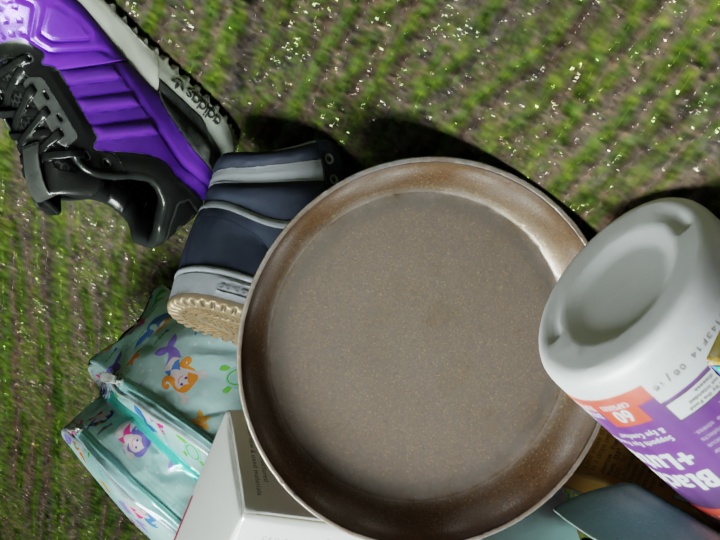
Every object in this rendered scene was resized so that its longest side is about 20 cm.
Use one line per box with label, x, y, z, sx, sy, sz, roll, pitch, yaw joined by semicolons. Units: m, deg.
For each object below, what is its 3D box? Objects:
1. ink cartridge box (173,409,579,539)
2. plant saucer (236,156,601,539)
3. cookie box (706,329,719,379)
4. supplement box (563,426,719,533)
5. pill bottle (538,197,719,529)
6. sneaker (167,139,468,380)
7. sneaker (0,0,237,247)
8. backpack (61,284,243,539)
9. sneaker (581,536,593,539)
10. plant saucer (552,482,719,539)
ink cartridge box;0.003;0.167;1.259;0.198;0.083;0.147;10;128;-19
plant saucer;0.033;0.041;1.174;0.199;0.201;0.032;34;-179;-13
cookie box;0.250;-0.017;0.852;0.075;0.172;0.199;43;150;-25
supplement box;0.157;0.115;1.309;0.198;0.069;0.067;17;147;18
pill bottle;0.190;0.065;1.131;0.200;0.112;0.111;41;152;-26
sneaker;0.000;0.000;1.232;0.198;0.109;0.070;19;156;-19
sneaker;-0.156;-0.086;1.200;0.200;0.100;0.069;39;150;-24
backpack;-0.076;0.103;1.374;0.178;0.151;0.200;45;163;-19
sneaker;0.172;0.196;1.362;0.080;0.075;0.199;21;-169;32
plant saucer;0.193;0.160;1.181;0.199;0.036;0.200;31;180;0
